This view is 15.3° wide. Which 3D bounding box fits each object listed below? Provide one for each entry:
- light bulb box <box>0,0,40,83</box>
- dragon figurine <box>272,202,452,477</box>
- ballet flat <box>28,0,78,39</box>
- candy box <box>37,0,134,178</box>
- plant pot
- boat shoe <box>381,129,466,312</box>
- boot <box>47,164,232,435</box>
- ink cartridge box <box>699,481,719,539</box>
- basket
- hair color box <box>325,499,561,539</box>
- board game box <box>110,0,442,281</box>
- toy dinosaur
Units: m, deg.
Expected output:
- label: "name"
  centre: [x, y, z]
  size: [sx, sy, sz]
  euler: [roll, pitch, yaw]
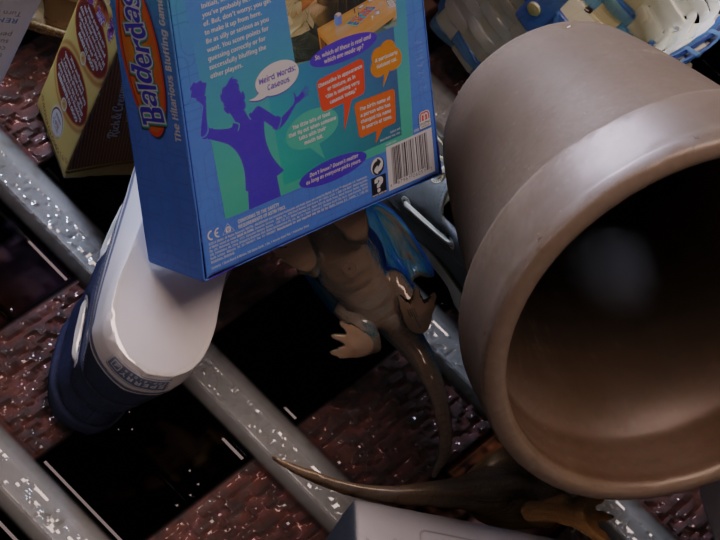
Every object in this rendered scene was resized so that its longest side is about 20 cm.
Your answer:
- label: "light bulb box"
  centre: [-0.242, -0.144, 1.243]
  size: [0.125, 0.200, 0.198]
  euler: [7, 51, -24]
- label: "dragon figurine"
  centre: [0.000, 0.000, 1.333]
  size: [0.200, 0.059, 0.099]
  euler: [53, 8, -12]
- label: "ballet flat"
  centre: [-0.127, -0.140, 1.386]
  size: [0.200, 0.065, 0.071]
  euler: [10, 91, -14]
- label: "candy box"
  centre: [-0.074, -0.129, 1.317]
  size: [0.117, 0.200, 0.057]
  euler: [-3, 52, -29]
- label: "plant pot"
  centre: [0.119, -0.022, 1.231]
  size: [0.200, 0.200, 0.175]
  euler: [2, 33, -26]
- label: "boat shoe"
  centre: [0.054, -0.036, 1.405]
  size: [0.073, 0.062, 0.200]
  euler: [-23, 67, -38]
- label: "boot"
  centre: [-0.094, -0.019, 1.274]
  size: [0.073, 0.090, 0.200]
  euler: [33, 56, -15]
- label: "ink cartridge box"
  centre: [0.285, 0.141, 1.339]
  size: [0.200, 0.084, 0.146]
  euler: [-13, 82, -35]
- label: "basket"
  centre: [0.147, -0.176, 1.467]
  size: [0.139, 0.200, 0.176]
  euler: [49, 50, 9]
- label: "hair color box"
  centre: [0.080, 0.179, 1.247]
  size: [0.200, 0.061, 0.099]
  euler: [12, 50, -17]
- label: "board game box"
  centre: [-0.039, -0.115, 1.201]
  size: [0.152, 0.200, 0.045]
  euler: [-24, 29, -37]
- label: "toy dinosaur"
  centre: [0.066, 0.105, 1.274]
  size: [0.200, 0.106, 0.061]
  euler: [0, 82, -50]
